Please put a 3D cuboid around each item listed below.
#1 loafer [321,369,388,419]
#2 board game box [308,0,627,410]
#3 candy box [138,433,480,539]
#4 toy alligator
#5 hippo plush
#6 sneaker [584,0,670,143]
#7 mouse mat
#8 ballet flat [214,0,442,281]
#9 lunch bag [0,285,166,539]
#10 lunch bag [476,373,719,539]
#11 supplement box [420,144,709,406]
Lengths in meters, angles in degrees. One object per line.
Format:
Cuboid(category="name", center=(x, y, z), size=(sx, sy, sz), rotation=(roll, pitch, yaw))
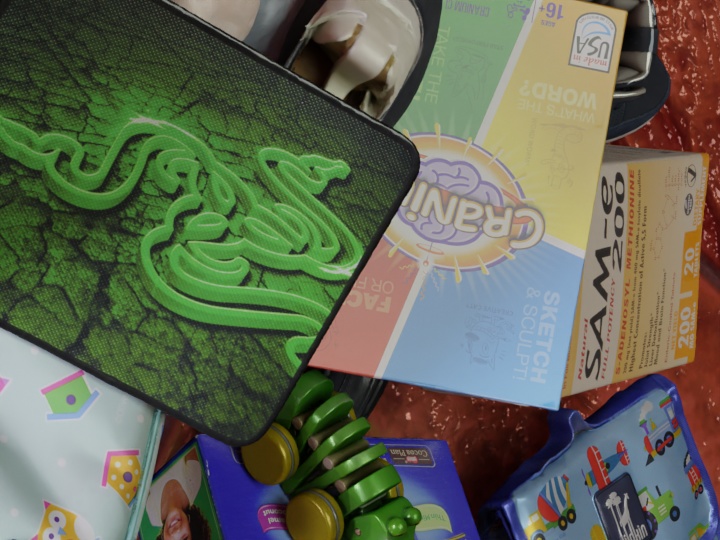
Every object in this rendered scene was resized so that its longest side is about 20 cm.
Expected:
Cuboid(category="loafer", center=(0.000, 0.000, 1.188), size=(0.070, 0.068, 0.202), rotation=(19, 79, -2))
Cuboid(category="board game box", center=(0.040, -0.043, 1.084), size=(0.152, 0.040, 0.202), rotation=(10, 88, -9))
Cuboid(category="candy box", center=(-0.008, 0.188, 1.106), size=(0.168, 0.077, 0.201), rotation=(5, 53, -37))
Cuboid(category="toy alligator", center=(0.003, 0.115, 1.074), size=(0.059, 0.054, 0.201), rotation=(-23, 73, -47))
Cuboid(category="hippo plush", center=(-0.098, -0.112, 1.041), size=(0.161, 0.199, 0.160), rotation=(38, 26, -56))
Cuboid(category="sneaker", center=(0.138, -0.116, 1.245), size=(0.201, 0.146, 0.078), rotation=(2, 85, -39))
Cuboid(category="mouse mat", center=(-0.091, -0.029, 0.951), size=(0.199, 0.008, 0.162), rotation=(28, 98, -18))
Cuboid(category="ballet flat", center=(-0.014, -0.075, 1.009), size=(0.073, 0.073, 0.201), rotation=(40, 76, -29))
Cuboid(category="lunch bag", center=(-0.169, 0.053, 0.984), size=(0.159, 0.077, 0.202), rotation=(23, 64, -23))
Cuboid(category="lunch bag", center=(0.137, 0.164, 1.244), size=(0.150, 0.094, 0.202), rotation=(-31, 115, -34))
Cuboid(category="supplement box", center=(0.118, -0.002, 1.221), size=(0.199, 0.073, 0.127), rotation=(-10, 105, -55))
